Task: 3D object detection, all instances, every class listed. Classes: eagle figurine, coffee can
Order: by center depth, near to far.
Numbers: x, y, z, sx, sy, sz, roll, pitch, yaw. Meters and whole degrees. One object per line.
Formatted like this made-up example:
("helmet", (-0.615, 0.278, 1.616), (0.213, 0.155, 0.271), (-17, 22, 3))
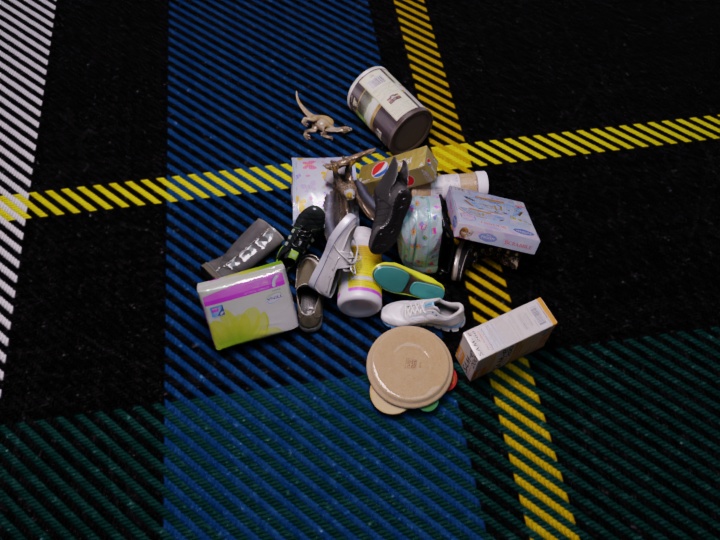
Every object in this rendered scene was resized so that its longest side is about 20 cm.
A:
("eagle figurine", (-0.020, -0.162, 1.553), (0.151, 0.202, 0.151), (-7, 18, 33))
("coffee can", (0.079, -0.429, 1.804), (0.146, 0.147, 0.200), (-31, 63, -17))

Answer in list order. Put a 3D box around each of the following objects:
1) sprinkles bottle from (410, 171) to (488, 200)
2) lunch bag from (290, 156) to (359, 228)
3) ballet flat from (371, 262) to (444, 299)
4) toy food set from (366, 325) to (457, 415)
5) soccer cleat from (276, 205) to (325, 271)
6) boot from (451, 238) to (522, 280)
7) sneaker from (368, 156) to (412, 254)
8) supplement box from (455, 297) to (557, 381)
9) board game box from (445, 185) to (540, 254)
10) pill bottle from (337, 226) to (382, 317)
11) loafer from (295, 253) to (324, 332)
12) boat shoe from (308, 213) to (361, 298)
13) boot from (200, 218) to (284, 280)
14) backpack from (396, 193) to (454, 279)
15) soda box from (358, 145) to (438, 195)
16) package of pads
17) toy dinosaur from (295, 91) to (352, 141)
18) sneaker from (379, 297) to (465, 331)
("sprinkles bottle", (0.225, -0.213, 1.720), (0.198, 0.068, 0.069), (-5, 59, -3))
("lunch bag", (-0.090, -0.179, 1.670), (0.168, 0.128, 0.201), (-3, 49, -4))
("ballet flat", (0.105, 0.021, 1.550), (0.198, 0.067, 0.067), (19, 23, -25))
("toy food set", (0.111, 0.216, 1.476), (0.196, 0.049, 0.202), (-6, 59, -4))
("soccer cleat", (-0.141, -0.067, 1.568), (0.067, 0.200, 0.081), (27, 38, -14))
("boot", (0.309, -0.040, 1.616), (0.149, 0.074, 0.201), (20, 53, 12))
("sneaker", (0.060, -0.143, 1.490), (0.060, 0.201, 0.104), (12, 27, -29))
("supplement box", (0.316, 0.152, 1.469), (0.198, 0.126, 0.074), (-23, 63, -12))
("board game box", (0.310, -0.124, 1.604), (0.198, 0.041, 0.200), (12, 31, -6))
("pill bottle", (0.000, 0.000, 1.573), (0.103, 0.105, 0.202), (1, 59, 1))
("loafer", (-0.115, 0.042, 1.568), (0.074, 0.070, 0.202), (-4, 59, -2))
("boat shoe", (-0.039, -0.023, 1.479), (0.086, 0.203, 0.075), (34, 22, 14))
("boot", (-0.261, -0.017, 1.613), (0.199, 0.073, 0.182), (-36, 67, -27))
("backpack", (0.146, -0.086, 1.567), (0.125, 0.201, 0.168), (-9, 60, -3))
("soda box", (0.093, -0.244, 1.686), (0.198, 0.064, 0.068), (-12, 52, 32))
("package of pads", (-0.248, 0.081, 1.500), (0.198, 0.156, 0.068), (-16, 22, -9))
("toy dinosaur", (-0.123, -0.410, 1.858), (0.199, 0.058, 0.101), (33, 49, 9))
("sneaker", (0.143, 0.090, 1.530), (0.198, 0.087, 0.076), (-1, 60, 1))
